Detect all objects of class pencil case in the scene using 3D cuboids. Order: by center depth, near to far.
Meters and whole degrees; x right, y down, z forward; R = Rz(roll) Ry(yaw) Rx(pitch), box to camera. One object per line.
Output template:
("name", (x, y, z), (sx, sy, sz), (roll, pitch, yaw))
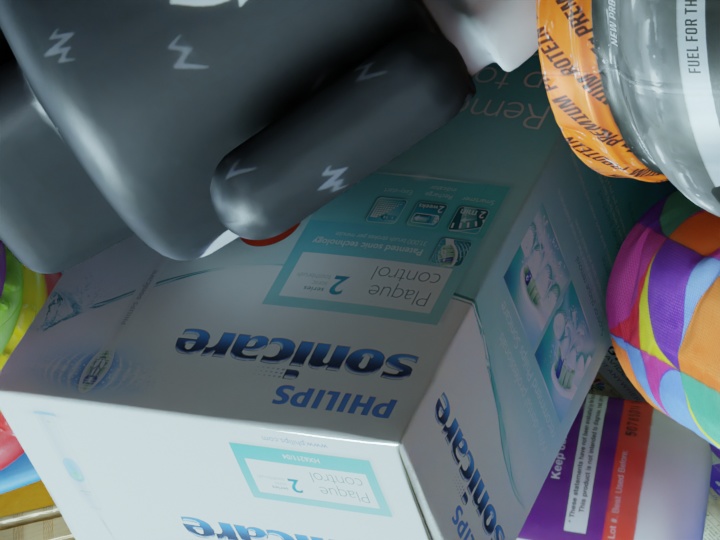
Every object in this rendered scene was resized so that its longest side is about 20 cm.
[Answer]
("pencil case", (0.139, 0.026, 0.800), (0.088, 0.088, 0.200), (44, 177, -20))

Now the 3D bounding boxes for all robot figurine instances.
("robot figurine", (-0.033, -0.083, 0.821), (0.150, 0.200, 0.125), (61, -174, 7))

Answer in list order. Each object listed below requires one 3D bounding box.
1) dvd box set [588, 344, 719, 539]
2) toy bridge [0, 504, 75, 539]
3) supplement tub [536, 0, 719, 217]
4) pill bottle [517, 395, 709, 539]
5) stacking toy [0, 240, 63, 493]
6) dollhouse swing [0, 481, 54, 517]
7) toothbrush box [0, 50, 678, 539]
("dvd box set", (0.156, 0.037, 0.972), (0.146, 0.029, 0.200), (44, 143, -20))
("toy bridge", (-0.164, 0.093, 1.048), (0.200, 0.027, 0.067), (1, 151, -7))
("supplement tub", (0.156, -0.071, 0.758), (0.200, 0.123, 0.123), (3, 137, 32))
("pill bottle", (0.015, 0.089, 0.969), (0.200, 0.113, 0.113), (9, 142, 6))
("stacking toy", (-0.142, 0.004, 0.875), (0.110, 0.116, 0.200), (-15, 168, -9))
("dollhouse swing", (-0.093, 0.083, 1.100), (0.176, 0.182, 0.200), (46, 147, 12))
("toothbrush box", (0.000, 0.000, 0.889), (0.146, 0.200, 0.085), (6, 140, 30))
